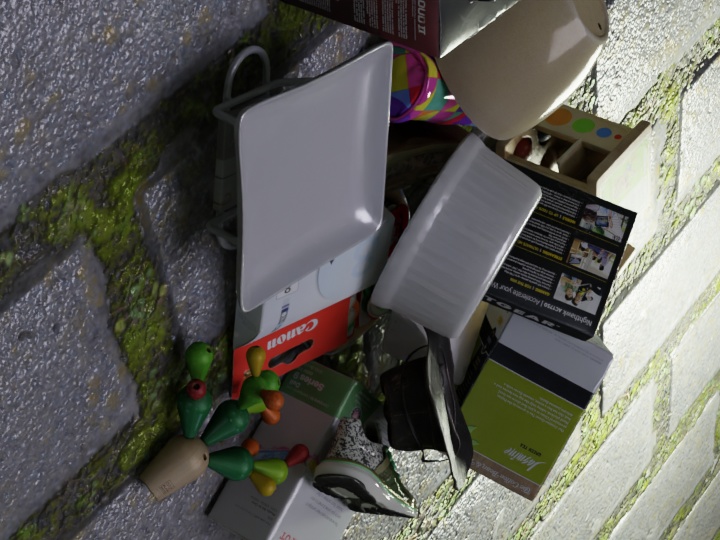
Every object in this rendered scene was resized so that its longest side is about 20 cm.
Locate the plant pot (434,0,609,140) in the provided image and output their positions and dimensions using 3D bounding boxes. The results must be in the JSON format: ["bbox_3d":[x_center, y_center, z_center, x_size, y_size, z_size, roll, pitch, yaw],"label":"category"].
[{"bbox_3d":[0.171,-0.248,1.527,0.200,0.134,0.202,35,45,-45],"label":"plant pot"}]

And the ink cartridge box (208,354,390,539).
[{"bbox_3d":[-0.057,0.214,1.630,0.201,0.087,0.145,-62,150,-12],"label":"ink cartridge box"}]

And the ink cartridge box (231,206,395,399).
[{"bbox_3d":[-0.050,0.038,1.506,0.159,0.047,0.201,-25,140,-34],"label":"ink cartridge box"}]

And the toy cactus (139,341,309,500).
[{"bbox_3d":[-0.134,0.163,1.464,0.165,0.102,0.201,-39,140,-12],"label":"toy cactus"}]

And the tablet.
[{"bbox_3d":[0.101,0.017,1.715,0.130,0.014,0.202,25,80,-36],"label":"tablet"}]

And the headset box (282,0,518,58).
[{"bbox_3d":[0.049,-0.270,1.344,0.148,0.199,0.075,-39,141,-37],"label":"headset box"}]

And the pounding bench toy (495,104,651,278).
[{"bbox_3d":[0.252,-0.090,1.838,0.124,0.155,0.201,-44,142,-32],"label":"pounding bench toy"}]

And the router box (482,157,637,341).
[{"bbox_3d":[0.186,-0.029,1.671,0.051,0.199,0.150,117,-5,-80],"label":"router box"}]

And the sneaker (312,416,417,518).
[{"bbox_3d":[0.017,0.207,1.599,0.200,0.076,0.089,47,52,-62],"label":"sneaker"}]

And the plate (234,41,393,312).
[{"bbox_3d":[-0.048,-0.088,1.348,0.199,0.032,0.201,-33,137,-41],"label":"plate"}]

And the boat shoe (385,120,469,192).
[{"bbox_3d":[0.042,-0.119,1.576,0.199,0.073,0.063,-15,130,-47],"label":"boat shoe"}]

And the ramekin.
[{"bbox_3d":[0.101,-0.029,1.539,0.201,0.097,0.201,-59,176,-7],"label":"ramekin"}]

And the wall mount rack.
[{"bbox_3d":[-0.068,-0.109,1.396,0.173,0.074,0.201,-31,136,-47],"label":"wall mount rack"}]

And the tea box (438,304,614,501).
[{"bbox_3d":[0.184,0.133,1.799,0.198,0.133,0.200,-61,-175,10],"label":"tea box"}]

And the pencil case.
[{"bbox_3d":[0.078,-0.190,1.562,0.199,0.088,0.089,-5,115,-56],"label":"pencil case"}]

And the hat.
[{"bbox_3d":[0.061,0.145,1.607,0.201,0.080,0.202,-12,90,-80],"label":"hat"}]

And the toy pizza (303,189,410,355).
[{"bbox_3d":[0.000,0.000,1.624,0.200,0.032,0.202,-37,140,-40],"label":"toy pizza"}]
